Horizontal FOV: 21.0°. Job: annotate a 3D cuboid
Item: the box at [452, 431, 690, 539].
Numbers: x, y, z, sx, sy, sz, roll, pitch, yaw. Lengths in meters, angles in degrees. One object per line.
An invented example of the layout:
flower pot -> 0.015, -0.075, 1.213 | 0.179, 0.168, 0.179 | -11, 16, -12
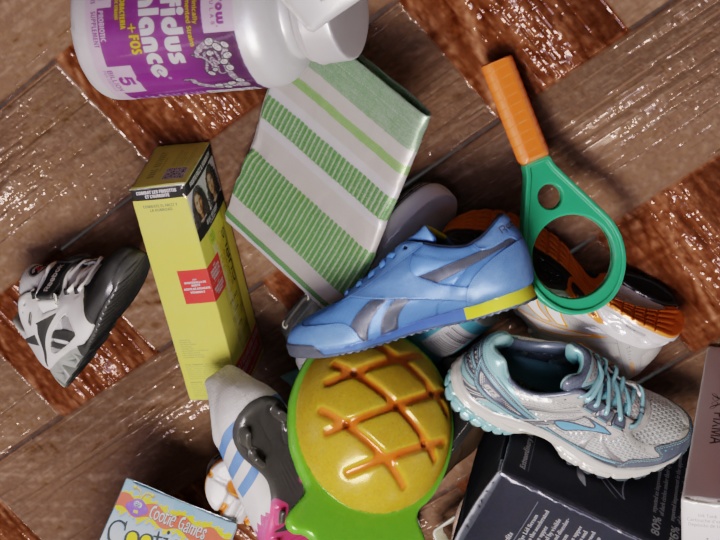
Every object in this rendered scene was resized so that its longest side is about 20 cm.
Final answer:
box -> 0.187, 0.191, 1.557 | 0.199, 0.148, 0.105 | 26, 125, -1

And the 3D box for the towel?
towel -> -0.027, -0.077, 1.476 | 0.153, 0.023, 0.201 | 43, 128, 29

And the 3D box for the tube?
tube -> 0.025, 0.070, 1.585 | 0.200, 0.050, 0.077 | -35, 101, 33

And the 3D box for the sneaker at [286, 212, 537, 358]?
sneaker -> 0.032, 0.011, 1.446 | 0.199, 0.066, 0.079 | -17, 95, 18

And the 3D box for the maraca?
maraca -> 0.006, 0.139, 1.498 | 0.137, 0.201, 0.107 | 14, 156, -13

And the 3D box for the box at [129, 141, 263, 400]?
box -> -0.130, 0.002, 1.565 | 0.050, 0.075, 0.201 | -3, 119, 16

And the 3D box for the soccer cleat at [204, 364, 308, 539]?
soccer cleat -> -0.074, 0.158, 1.578 | 0.070, 0.086, 0.201 | -29, 131, -18

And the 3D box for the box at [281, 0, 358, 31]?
box -> -0.009, -0.307, 1.266 | 0.171, 0.199, 0.200 | -29, 111, 28

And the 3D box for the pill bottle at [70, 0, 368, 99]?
pill bottle -> -0.100, -0.185, 1.407 | 0.199, 0.112, 0.113 | -3, 120, 23

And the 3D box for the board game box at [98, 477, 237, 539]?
board game box -> -0.180, 0.271, 1.673 | 0.105, 0.103, 0.200 | 22, 155, 0

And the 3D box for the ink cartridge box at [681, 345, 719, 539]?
ink cartridge box -> 0.272, 0.115, 1.455 | 0.045, 0.200, 0.177 | 3, 122, 14

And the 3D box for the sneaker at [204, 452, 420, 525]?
sneaker -> -0.041, 0.193, 1.664 | 0.199, 0.077, 0.079 | 22, 94, -17

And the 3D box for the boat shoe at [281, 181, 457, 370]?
boat shoe -> 0.000, 0.000, 1.537 | 0.200, 0.068, 0.057 | -53, 57, 24

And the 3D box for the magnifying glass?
magnifying glass -> 0.137, -0.063, 1.448 | 0.079, 0.022, 0.201 | -22, 96, -7

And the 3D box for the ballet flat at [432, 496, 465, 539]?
ballet flat -> 0.085, 0.254, 1.671 | 0.067, 0.068, 0.200 | 43, 138, 19

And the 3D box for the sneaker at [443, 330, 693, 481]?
sneaker -> 0.168, 0.099, 1.485 | 0.199, 0.078, 0.086 | 15, 144, -11

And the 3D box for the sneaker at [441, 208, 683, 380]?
sneaker -> 0.144, 0.029, 1.514 | 0.199, 0.076, 0.092 | 27, 128, -2

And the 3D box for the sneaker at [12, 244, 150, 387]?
sneaker -> -0.238, 0.023, 1.584 | 0.088, 0.074, 0.200 | 42, 142, -2

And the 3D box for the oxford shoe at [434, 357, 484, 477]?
oxford shoe -> 0.050, 0.156, 1.600 | 0.200, 0.084, 0.073 | -47, 67, 19
